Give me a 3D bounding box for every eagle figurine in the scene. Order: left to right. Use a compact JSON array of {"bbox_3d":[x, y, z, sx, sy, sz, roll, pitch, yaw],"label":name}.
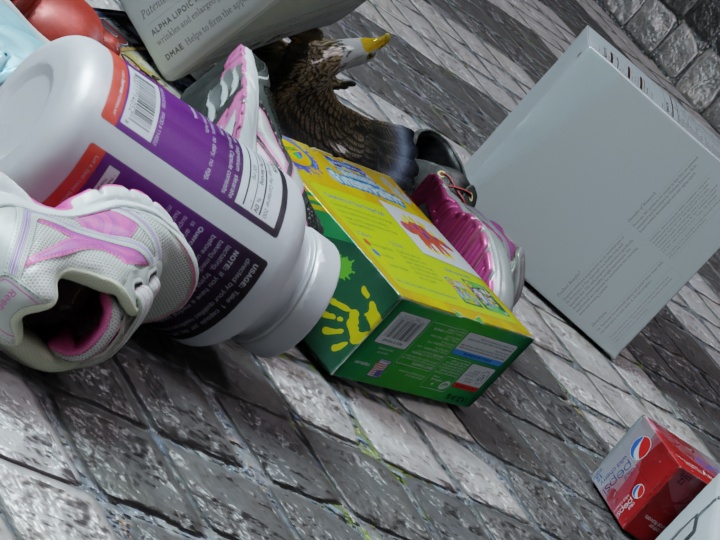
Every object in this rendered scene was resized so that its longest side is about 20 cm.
[{"bbox_3d":[-0.041,-0.138,1.978,0.200,0.151,0.152,73,26,-55],"label":"eagle figurine"}]

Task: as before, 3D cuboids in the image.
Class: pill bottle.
[{"bbox_3d":[-0.109,-0.033,1.415,0.200,0.112,0.112,35,15,-29],"label":"pill bottle"}]

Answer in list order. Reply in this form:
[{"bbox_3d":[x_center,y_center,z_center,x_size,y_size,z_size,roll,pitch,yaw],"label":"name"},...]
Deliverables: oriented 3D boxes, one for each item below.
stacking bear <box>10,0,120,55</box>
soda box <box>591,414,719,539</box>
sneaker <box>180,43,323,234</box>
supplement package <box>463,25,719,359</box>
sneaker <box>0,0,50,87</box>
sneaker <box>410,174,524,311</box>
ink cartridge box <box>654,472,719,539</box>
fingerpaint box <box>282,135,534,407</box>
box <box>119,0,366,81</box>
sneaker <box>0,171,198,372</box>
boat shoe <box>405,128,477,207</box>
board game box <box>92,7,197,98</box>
[{"bbox_3d":[-0.233,-0.179,1.546,0.200,0.121,0.114,46,3,-21],"label":"stacking bear"},{"bbox_3d":[0.259,0.185,1.874,0.200,0.063,0.070,32,16,-33],"label":"soda box"},{"bbox_3d":[-0.066,-0.042,1.590,0.086,0.080,0.200,30,43,-37],"label":"sneaker"},{"bbox_3d":[0.210,-0.071,2.258,0.200,0.191,0.147,41,13,-5],"label":"supplement package"},{"bbox_3d":[-0.205,-0.110,1.471,0.200,0.074,0.082,29,15,-39],"label":"sneaker"},{"bbox_3d":[0.084,0.002,1.884,0.088,0.081,0.200,35,16,-22],"label":"sneaker"},{"bbox_3d":[0.260,0.226,1.703,0.145,0.083,0.200,42,13,2],"label":"ink cartridge box"},{"bbox_3d":[0.000,0.000,1.702,0.167,0.073,0.200,49,15,25],"label":"fingerpaint box"},{"bbox_3d":[-0.044,-0.246,1.758,0.199,0.200,0.131,-25,84,-51],"label":"box"},{"bbox_3d":[-0.141,0.012,1.280,0.088,0.081,0.200,52,23,23],"label":"sneaker"},{"bbox_3d":[0.055,-0.057,2.067,0.074,0.063,0.201,40,15,-18],"label":"boat shoe"},{"bbox_3d":[-0.156,-0.119,1.719,0.135,0.035,0.200,44,13,9],"label":"board game box"}]
